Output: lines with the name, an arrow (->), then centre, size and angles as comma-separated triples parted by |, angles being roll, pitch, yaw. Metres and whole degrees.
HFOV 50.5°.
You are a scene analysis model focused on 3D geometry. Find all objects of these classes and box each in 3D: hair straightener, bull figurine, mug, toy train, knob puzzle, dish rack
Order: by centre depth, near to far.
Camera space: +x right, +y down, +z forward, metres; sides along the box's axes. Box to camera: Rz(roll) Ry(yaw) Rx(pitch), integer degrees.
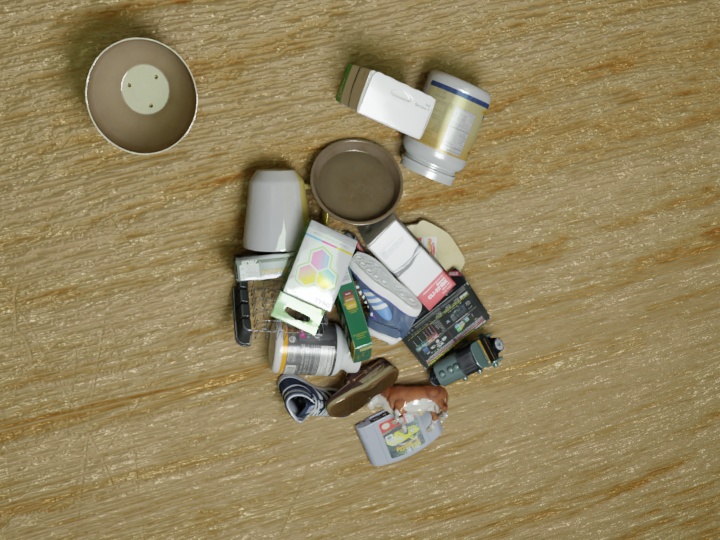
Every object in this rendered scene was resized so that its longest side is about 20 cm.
mug -> -0.163, -0.130, 1.574 | 0.145, 0.186, 0.158 | 3, 101, 21
dish rack -> -0.169, 0.085, 1.619 | 0.194, 0.156, 0.055 | 4, 140, -19
hair straightener -> 0.000, 0.000, 1.678 | 0.076, 0.041, 0.201 | -33, 108, 17
knob puzzle -> 0.138, -0.019, 1.722 | 0.213, 0.031, 0.226 | -3, 109, -8
toy train -> 0.238, 0.208, 1.748 | 0.112, 0.199, 0.087 | -19, 79, -43
bull figurine -> 0.112, 0.312, 1.771 | 0.194, 0.123, 0.066 | -6, 133, -2

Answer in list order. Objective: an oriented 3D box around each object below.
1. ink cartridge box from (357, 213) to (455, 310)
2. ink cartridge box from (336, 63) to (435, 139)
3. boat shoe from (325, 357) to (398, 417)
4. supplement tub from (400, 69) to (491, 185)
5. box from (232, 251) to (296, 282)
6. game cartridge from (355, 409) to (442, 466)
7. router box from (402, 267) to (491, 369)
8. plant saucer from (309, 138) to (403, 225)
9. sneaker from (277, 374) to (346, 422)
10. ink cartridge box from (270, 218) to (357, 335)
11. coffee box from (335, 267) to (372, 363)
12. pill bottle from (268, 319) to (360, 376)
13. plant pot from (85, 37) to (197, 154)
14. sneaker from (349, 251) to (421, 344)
ink cartridge box -> 0.095, -0.033, 1.616 | 0.084, 0.145, 0.200 | -43, 111, 7
ink cartridge box -> 0.045, -0.336, 1.502 | 0.143, 0.200, 0.086 | 19, 103, -18
boat shoe -> -0.006, 0.260, 1.741 | 0.197, 0.072, 0.073 | -30, 141, -24
supplement tub -> 0.172, -0.294, 1.579 | 0.141, 0.145, 0.204 | 18, 104, -19
box -> -0.165, -0.015, 1.579 | 0.194, 0.158, 0.050 | -6, 94, -12
game cartridge -> 0.098, 0.389, 1.851 | 0.196, 0.041, 0.136 | -25, 116, -5
router box -> 0.183, 0.111, 1.737 | 0.198, 0.062, 0.150 | -37, 132, 3
plant saucer -> -0.008, -0.179, 1.577 | 0.194, 0.030, 0.205 | 3, 65, -7
sneaker -> -0.096, 0.307, 1.734 | 0.196, 0.109, 0.071 | 25, 102, -20
ink cartridge box -> -0.091, 0.015, 1.485 | 0.102, 0.059, 0.205 | 23, 87, -12
coffee box -> -0.024, 0.083, 1.616 | 0.043, 0.123, 0.205 | -15, 73, -8
pill bottle -> -0.100, 0.172, 1.684 | 0.194, 0.117, 0.120 | 5, 108, -16
plant pot -> -0.404, -0.332, 1.426 | 0.194, 0.135, 0.206 | -5, 110, -12
sneaker -> 0.025, 0.073, 1.645 | 0.199, 0.081, 0.148 | 38, 123, 4
